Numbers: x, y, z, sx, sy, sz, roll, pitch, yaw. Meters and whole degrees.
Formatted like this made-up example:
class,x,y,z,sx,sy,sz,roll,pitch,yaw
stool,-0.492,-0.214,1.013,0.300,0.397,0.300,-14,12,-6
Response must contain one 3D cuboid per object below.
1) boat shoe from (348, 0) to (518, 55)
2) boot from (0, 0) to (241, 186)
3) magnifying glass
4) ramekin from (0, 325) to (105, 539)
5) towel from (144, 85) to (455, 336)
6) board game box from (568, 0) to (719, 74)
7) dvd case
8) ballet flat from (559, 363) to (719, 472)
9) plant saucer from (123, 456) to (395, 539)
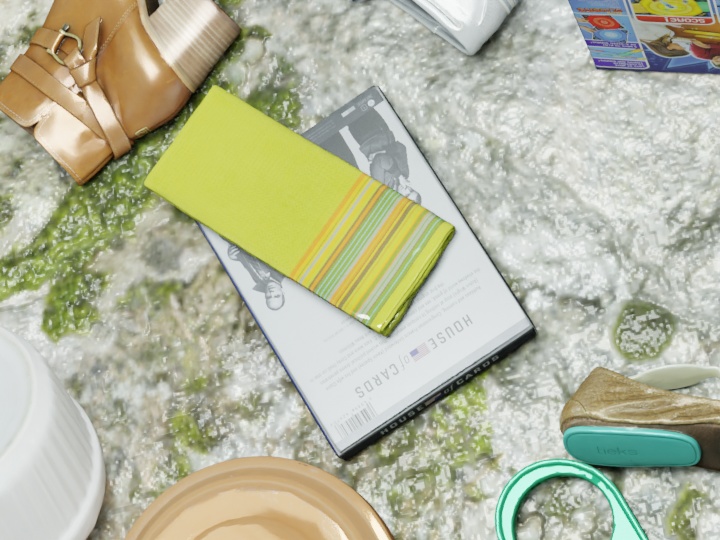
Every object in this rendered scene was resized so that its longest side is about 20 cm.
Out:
class,x,y,z,sx,sy,sz,roll,pitch,yaw
boat shoe,0.009,-0.207,1.803,0.199,0.072,0.069,32,82,11
boot,-0.192,-0.167,1.841,0.155,0.077,0.200,-45,75,2
magnifying glass,0.170,0.185,1.662,0.199,0.022,0.080,32,83,23
ramekin,-0.267,0.116,1.713,0.201,0.095,0.203,-7,47,8
towel,-0.040,-0.040,1.761,0.199,0.018,0.086,31,77,22
board game box,0.234,-0.158,1.690,0.198,0.135,0.035,4,74,14
dvd case,0.000,0.000,1.758,0.150,0.025,0.201,-33,69,2
ballet flat,0.221,0.093,1.661,0.199,0.068,0.073,8,56,20
plant saucer,-0.068,0.213,1.705,0.199,0.032,0.202,-4,72,12
